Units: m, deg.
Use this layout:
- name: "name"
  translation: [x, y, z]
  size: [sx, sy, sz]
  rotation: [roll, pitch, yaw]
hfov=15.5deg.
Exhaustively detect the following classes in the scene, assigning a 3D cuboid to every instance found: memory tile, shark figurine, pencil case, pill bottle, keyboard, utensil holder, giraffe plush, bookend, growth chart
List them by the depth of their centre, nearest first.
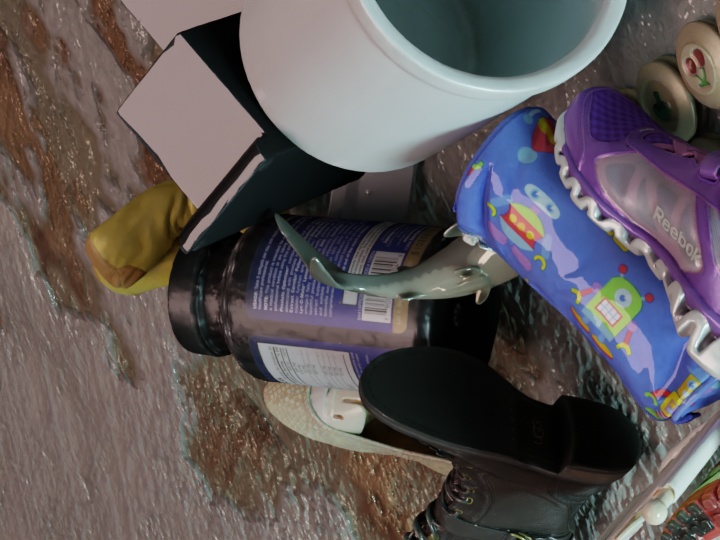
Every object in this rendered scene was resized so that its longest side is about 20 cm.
- name: "memory tile"
  translation: [0.203, -0.059, 1.435]
  size: [0.154, 0.017, 0.200]
  rotation: [61, 153, 9]
- name: "pencil case"
  translation: [0.135, 0.000, 1.472]
  size: [0.200, 0.078, 0.087]
  rotation: [45, 109, 16]
- name: "utensil holder"
  translation: [0.035, -0.153, 1.500]
  size: [0.170, 0.170, 0.200]
  rotation: [64, 156, 3]
- name: "growth chart"
  translation: [0.167, 0.130, 1.507]
  size: [0.018, 0.145, 0.200]
  rotation: [40, 154, 6]
- name: "shark figurine"
  translation: [0.066, -0.028, 1.610]
  size: [0.128, 0.214, 0.090]
  rotation: [51, -157, -40]
- name: "bookend"
  translation: [-0.090, -0.135, 1.659]
  size: [0.199, 0.200, 0.092]
  rotation: [49, 124, 10]
- name: "pill bottle"
  translation: [-0.020, 0.021, 1.721]
  size: [0.199, 0.112, 0.112]
  rotation: [6, 121, 27]
- name: "keyboard"
  translation: [0.000, 0.000, 1.782]
  size: [0.056, 0.011, 0.201]
  rotation: [13, 114, 10]
- name: "giraffe plush"
  translation: [-0.074, -0.009, 1.879]
  size: [0.200, 0.172, 0.162]
  rotation: [-40, 86, 27]

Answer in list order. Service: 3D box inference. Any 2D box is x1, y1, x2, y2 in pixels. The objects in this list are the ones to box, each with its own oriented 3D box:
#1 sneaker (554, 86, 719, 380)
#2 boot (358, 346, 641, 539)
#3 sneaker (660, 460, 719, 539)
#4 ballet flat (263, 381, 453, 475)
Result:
- name: "sneaker"
  translation: [0.180, -0.036, 1.400]
  size: [0.200, 0.080, 0.089]
  rotation: [55, 137, 33]
- name: "boot"
  translation: [0.067, 0.136, 1.676]
  size: [0.174, 0.199, 0.069]
  rotation: [124, 160, -49]
- name: "sneaker"
  translation: [0.238, 0.097, 1.435]
  size: [0.078, 0.082, 0.200]
  rotation: [44, 134, 1]
- name: "ballet flat"
  translation: [0.028, 0.091, 1.758]
  size: [0.199, 0.068, 0.062]
  rotation: [15, 158, 14]
